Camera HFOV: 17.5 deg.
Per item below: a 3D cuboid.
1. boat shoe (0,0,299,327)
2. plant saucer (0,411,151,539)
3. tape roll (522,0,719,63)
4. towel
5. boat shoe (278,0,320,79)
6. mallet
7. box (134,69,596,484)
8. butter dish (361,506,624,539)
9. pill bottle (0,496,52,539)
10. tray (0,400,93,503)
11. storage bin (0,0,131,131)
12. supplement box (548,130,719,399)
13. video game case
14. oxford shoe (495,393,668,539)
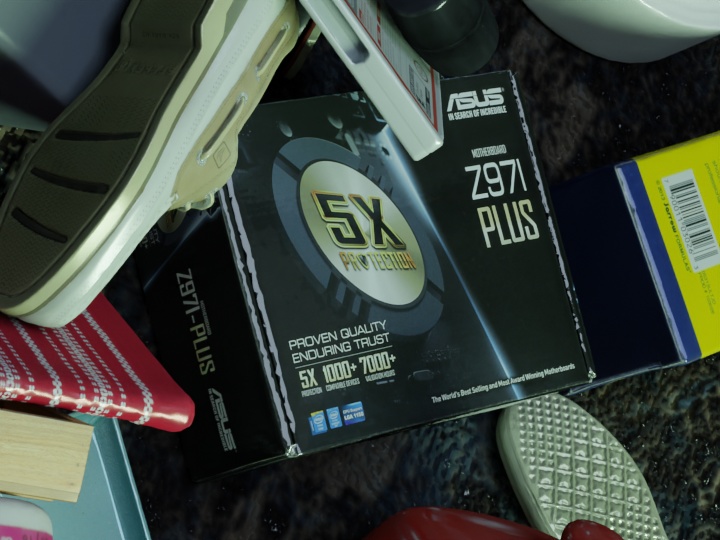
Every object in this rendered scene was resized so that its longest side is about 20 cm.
[{"bbox_3d":[-0.086,-0.055,1.008,0.068,0.075,0.201,44,71,-43],"label":"boat shoe"},{"bbox_3d":[-0.116,0.164,1.053,0.070,0.019,0.201,-15,86,-38],"label":"plant saucer"},{"bbox_3d":[0.157,-0.223,1.328,0.202,0.071,0.204,10,73,-34],"label":"tape roll"},{"bbox_3d":[-0.179,0.019,0.983,0.199,0.145,0.023,12,109,-34],"label":"towel"},{"bbox_3d":[-0.033,-0.194,1.178,0.062,0.071,0.201,18,72,-20],"label":"boat shoe"},{"bbox_3d":[0.000,-0.180,1.097,0.201,0.041,0.066,59,6,23],"label":"mallet"},{"bbox_3d":[0.000,0.000,1.140,0.199,0.086,0.165,-10,83,-38],"label":"box"},{"bbox_3d":[0.075,0.177,1.069,0.199,0.148,0.200,21,27,-31],"label":"butter dish"},{"bbox_3d":[-0.178,0.196,0.936,0.113,0.113,0.201,7,74,-35],"label":"pill bottle"},{"bbox_3d":[-0.219,0.056,0.941,0.199,0.099,0.037,12,90,-28],"label":"tray"},{"bbox_3d":[-0.163,-0.156,1.029,0.200,0.145,0.135,45,62,-49],"label":"storage bin"},{"bbox_3d":[0.187,-0.015,1.268,0.199,0.109,0.110,-18,88,-38],"label":"supplement box"},{"bbox_3d":[-0.025,-0.154,1.060,0.200,0.017,0.143,54,14,-19],"label":"video game case"},{"bbox_3d":[0.131,0.153,1.220,0.075,0.058,0.200,-31,82,-31],"label":"oxford shoe"}]
